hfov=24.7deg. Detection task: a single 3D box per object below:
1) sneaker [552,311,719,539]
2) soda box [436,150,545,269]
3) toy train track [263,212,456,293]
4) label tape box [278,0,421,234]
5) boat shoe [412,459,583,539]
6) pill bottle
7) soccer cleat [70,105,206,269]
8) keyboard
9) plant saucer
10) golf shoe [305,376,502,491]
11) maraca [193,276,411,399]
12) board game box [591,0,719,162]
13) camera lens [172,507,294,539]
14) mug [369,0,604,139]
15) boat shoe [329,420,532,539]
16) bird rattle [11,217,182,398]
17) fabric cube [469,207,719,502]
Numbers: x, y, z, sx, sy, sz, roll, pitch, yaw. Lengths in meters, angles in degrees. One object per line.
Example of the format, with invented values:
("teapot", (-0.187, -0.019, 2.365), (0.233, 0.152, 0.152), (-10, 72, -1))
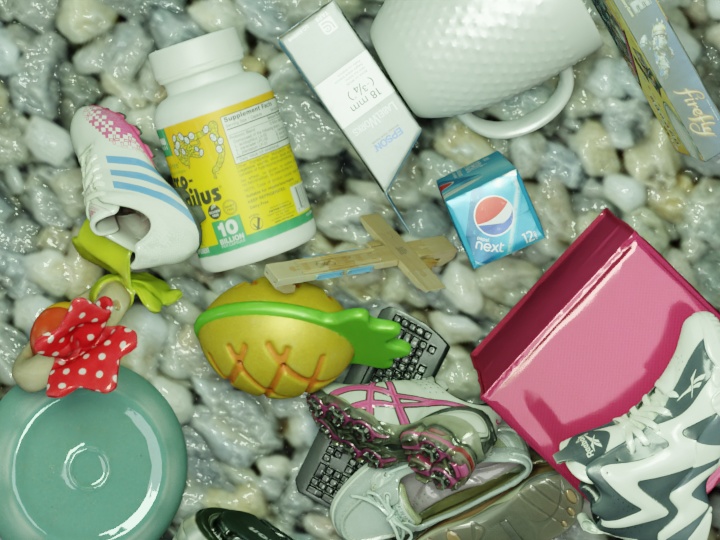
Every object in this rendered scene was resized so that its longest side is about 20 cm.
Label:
("sneaker", (0.223, 0.129, 1.324), (0.128, 0.080, 0.201), (5, 109, -7))
("soda box", (0.111, -0.056, 1.439), (0.067, 0.200, 0.065), (-24, 97, 4))
("toy train track", (0.000, 0.000, 1.484), (0.198, 0.115, 0.033), (-9, 132, -35))
("label tape box", (0.008, -0.138, 1.459), (0.063, 0.144, 0.201), (-35, 97, 3))
("boat shoe", (0.122, 0.241, 1.547), (0.199, 0.072, 0.076), (-28, 107, 15))
("pill bottle", (-0.120, -0.110, 1.480), (0.112, 0.113, 0.202), (-17, 98, 3))
("soccer cleat", (-0.218, -0.077, 1.459), (0.200, 0.086, 0.070), (45, 140, 31))
("keyboard", (0.023, 0.143, 1.550), (0.103, 0.040, 0.202), (26, 98, -2))
("plant saucer", (-0.254, 0.183, 1.525), (0.198, 0.036, 0.203), (1, 86, -19))
("golf shoe", (0.040, 0.136, 1.502), (0.199, 0.092, 0.073), (16, 137, 37))
("maraca", (-0.055, 0.061, 1.492), (0.198, 0.137, 0.108), (0, 67, 15))
("board game box", (0.256, -0.195, 1.451), (0.034, 0.136, 0.201), (-30, 97, 5))
("camera lens", (-0.131, 0.334, 1.517), (0.159, 0.160, 0.201), (30, 97, -3))
("mug", (0.116, -0.200, 1.460), (0.174, 0.148, 0.200), (-29, 127, 10))
("boat shoe", (0.064, 0.201, 1.517), (0.200, 0.065, 0.075), (-22, 112, 8))
("bird rattle", (-0.247, 0.058, 1.474), (0.162, 0.201, 0.113), (-34, 116, 33))
("fabric cube", (0.236, 0.090, 1.458), (0.199, 0.200, 0.196), (43, 97, -5))
